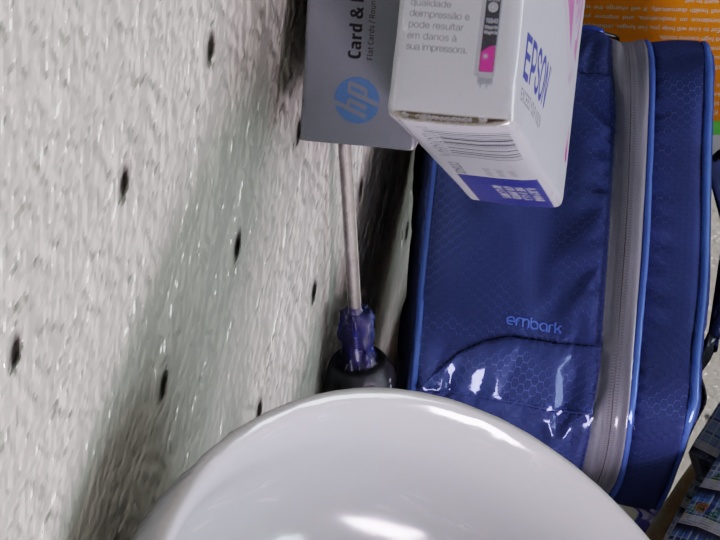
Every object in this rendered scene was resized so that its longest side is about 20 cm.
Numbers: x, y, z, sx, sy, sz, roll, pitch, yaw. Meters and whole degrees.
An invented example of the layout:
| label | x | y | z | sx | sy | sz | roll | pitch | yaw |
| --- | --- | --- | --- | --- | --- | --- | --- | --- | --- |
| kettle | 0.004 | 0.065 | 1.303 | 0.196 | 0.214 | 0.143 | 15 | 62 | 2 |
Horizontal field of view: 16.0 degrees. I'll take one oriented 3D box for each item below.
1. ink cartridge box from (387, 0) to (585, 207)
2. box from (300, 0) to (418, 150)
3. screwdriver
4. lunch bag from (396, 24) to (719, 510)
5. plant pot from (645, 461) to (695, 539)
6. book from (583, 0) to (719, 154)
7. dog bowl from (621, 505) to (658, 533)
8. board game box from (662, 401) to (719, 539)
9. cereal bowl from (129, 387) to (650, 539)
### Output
| label | x | y | z | sx | sy | sz | roll | pitch | yaw |
| --- | --- | --- | --- | --- | --- | --- | --- | --- | --- |
| ink cartridge box | 0.050 | -0.129 | 0.803 | 0.196 | 0.043 | 0.201 | 26 | 71 | -80 |
| box | 0.021 | -0.135 | 0.867 | 0.200 | 0.041 | 0.157 | -50 | 144 | -72 |
| screwdriver | 0.000 | 0.000 | 0.937 | 0.029 | 0.028 | 0.201 | -33 | 136 | -38 |
| lunch bag | 0.086 | -0.006 | 1.040 | 0.136 | 0.132 | 0.201 | 100 | -4 | -69 |
| plant pot | 0.143 | 0.151 | 1.133 | 0.200 | 0.027 | 0.200 | -51 | 157 | -31 |
| book | 0.098 | -0.131 | 1.081 | 0.048 | 0.133 | 0.201 | -91 | -177 | -48 |
| dog bowl | 0.064 | 0.180 | 1.129 | 0.200 | 0.079 | 0.200 | -49 | 156 | -31 |
| board game box | 0.178 | 0.105 | 1.040 | 0.200 | 0.062 | 0.200 | -57 | 146 | -16 |
| cereal bowl | 0.007 | 0.137 | 0.672 | 0.083 | 0.200 | 0.201 | -38 | -152 | 46 |
